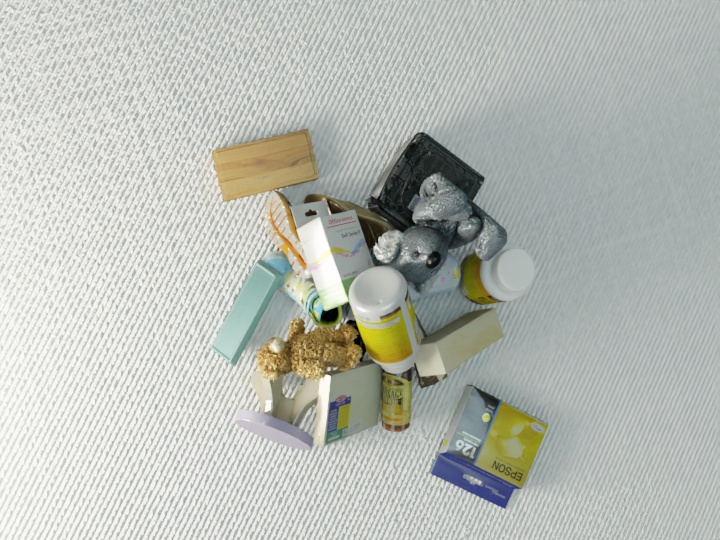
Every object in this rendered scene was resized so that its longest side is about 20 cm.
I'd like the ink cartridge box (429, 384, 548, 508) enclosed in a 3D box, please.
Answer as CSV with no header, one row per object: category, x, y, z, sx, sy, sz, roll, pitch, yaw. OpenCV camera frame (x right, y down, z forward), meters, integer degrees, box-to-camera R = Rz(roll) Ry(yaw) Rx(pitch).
ink cartridge box,0.271,0.374,1.677,0.194,0.047,0.204,26,82,-12

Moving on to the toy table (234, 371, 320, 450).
toy table,-0.147,0.258,1.518,0.179,0.201,0.120,8,67,20

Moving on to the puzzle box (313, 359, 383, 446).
puzzle box,-0.019,0.249,1.538,0.025,0.198,0.137,10,97,31

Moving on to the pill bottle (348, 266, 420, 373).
pill bottle,0.050,0.097,1.458,0.108,0.110,0.203,-29,135,-11

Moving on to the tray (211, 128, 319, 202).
tray,-0.187,-0.208,1.579,0.195,0.037,0.101,-15,93,-13

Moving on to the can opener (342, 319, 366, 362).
can opener,-0.021,0.200,1.607,0.077,0.063,0.206,-4,101,-39

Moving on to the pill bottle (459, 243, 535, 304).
pill bottle,0.271,0.007,1.585,0.106,0.200,0.113,1,84,-11

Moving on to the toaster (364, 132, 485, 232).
toaster,0.121,-0.158,1.605,0.198,0.118,0.183,33,83,-11

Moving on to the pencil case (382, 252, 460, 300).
pencil case,0.110,0.019,1.584,0.197,0.084,0.091,-17,52,-39

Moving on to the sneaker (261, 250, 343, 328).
sneaker,-0.107,0.036,1.546,0.198,0.131,0.080,36,92,-10

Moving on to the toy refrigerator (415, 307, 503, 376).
toy refrigerator,0.197,0.145,1.599,0.198,0.075,0.072,-24,96,-42

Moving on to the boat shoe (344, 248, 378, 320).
boat shoe,0.000,0.000,1.608,0.060,0.072,0.205,18,73,3

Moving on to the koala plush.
koala plush,0.134,-0.059,1.480,0.176,0.184,0.201,34,100,-28

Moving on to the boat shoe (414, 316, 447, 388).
boat shoe,0.102,0.146,1.626,0.074,0.075,0.206,-28,92,2

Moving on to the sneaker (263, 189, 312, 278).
sneaker,-0.123,-0.072,1.562,0.076,0.078,0.203,-11,63,-44

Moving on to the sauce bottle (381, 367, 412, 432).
sauce bottle,0.072,0.218,1.600,0.064,0.066,0.206,-4,105,-12

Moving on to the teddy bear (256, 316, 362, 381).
teddy bear,-0.092,0.141,1.444,0.194,0.068,0.147,5,49,3

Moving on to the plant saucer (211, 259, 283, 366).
plant saucer,-0.223,0.081,1.546,0.069,0.019,0.203,31,93,26

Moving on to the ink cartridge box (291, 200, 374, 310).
ink cartridge box,-0.045,-0.041,1.497,0.116,0.066,0.205,-17,87,-53

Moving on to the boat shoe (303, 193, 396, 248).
boat shoe,-0.023,-0.099,1.585,0.197,0.064,0.073,26,114,18
